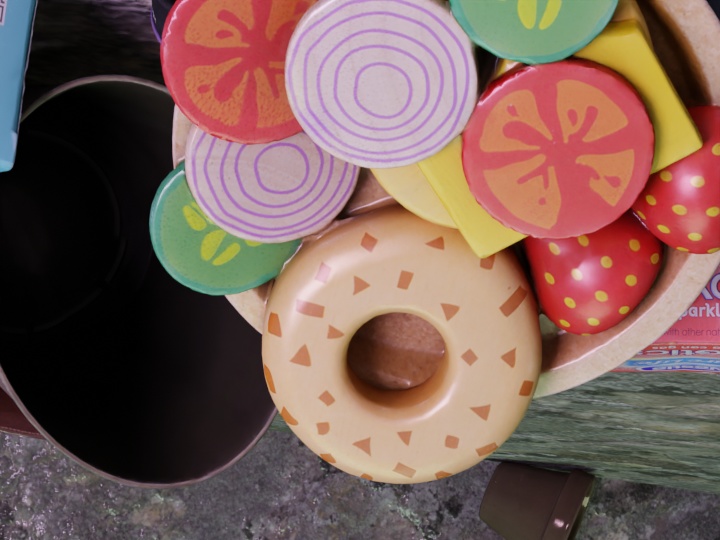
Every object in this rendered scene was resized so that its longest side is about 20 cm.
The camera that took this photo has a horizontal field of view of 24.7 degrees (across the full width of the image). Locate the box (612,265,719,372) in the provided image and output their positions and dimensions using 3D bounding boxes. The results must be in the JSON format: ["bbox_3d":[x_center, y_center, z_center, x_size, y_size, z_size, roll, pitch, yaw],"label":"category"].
[{"bbox_3d":[0.148,-0.010,0.725,0.198,0.104,0.095,-1,169,10],"label":"box"}]

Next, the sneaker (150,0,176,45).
[{"bbox_3d":[0.017,-0.062,0.579,0.198,0.076,0.088,13,163,14],"label":"sneaker"}]

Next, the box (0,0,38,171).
[{"bbox_3d":[-0.201,-0.075,0.662,0.049,0.083,0.199,15,167,-38],"label":"box"}]

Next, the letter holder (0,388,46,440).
[{"bbox_3d":[-0.212,0.054,1.226,0.198,0.144,0.100,12,169,-29],"label":"letter holder"}]

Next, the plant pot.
[{"bbox_3d":[0.315,0.436,3.008,0.173,0.202,0.200,21,174,15],"label":"plant pot"}]

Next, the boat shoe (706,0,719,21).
[{"bbox_3d":[0.175,-0.048,0.596,0.199,0.062,0.075,38,177,-25],"label":"boat shoe"}]

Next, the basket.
[{"bbox_3d":[-0.138,-0.011,0.744,0.136,0.182,0.199,-35,-153,-21],"label":"basket"}]

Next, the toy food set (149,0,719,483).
[{"bbox_3d":[0.028,-0.031,0.539,0.199,0.049,0.199,-27,115,19],"label":"toy food set"}]
